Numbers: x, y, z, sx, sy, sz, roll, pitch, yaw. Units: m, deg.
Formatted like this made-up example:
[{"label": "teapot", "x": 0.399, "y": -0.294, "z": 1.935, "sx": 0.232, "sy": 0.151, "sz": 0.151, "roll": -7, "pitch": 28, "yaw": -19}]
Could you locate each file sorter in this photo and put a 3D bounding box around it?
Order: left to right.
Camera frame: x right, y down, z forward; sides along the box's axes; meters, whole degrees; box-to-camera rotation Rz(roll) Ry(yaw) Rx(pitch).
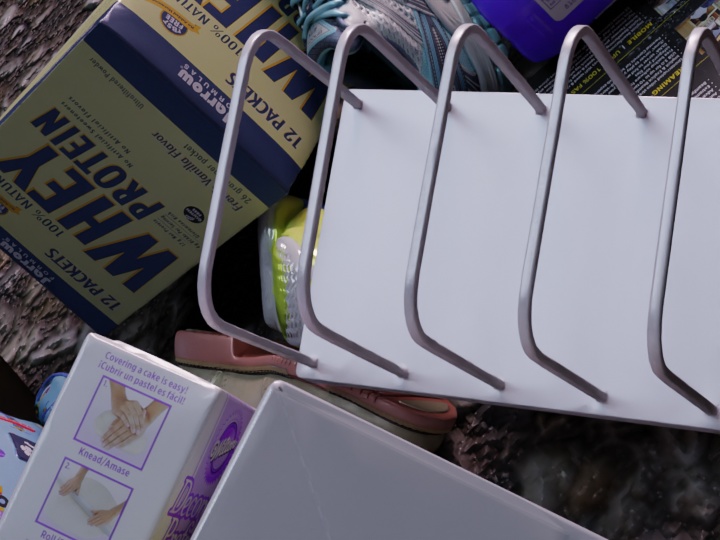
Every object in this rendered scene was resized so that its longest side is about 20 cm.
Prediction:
[{"label": "file sorter", "x": 0.050, "y": -0.022, "z": 0.601, "sx": 0.199, "sy": 0.124, "sz": 0.139, "roll": 5, "pitch": 78, "yaw": 27}]

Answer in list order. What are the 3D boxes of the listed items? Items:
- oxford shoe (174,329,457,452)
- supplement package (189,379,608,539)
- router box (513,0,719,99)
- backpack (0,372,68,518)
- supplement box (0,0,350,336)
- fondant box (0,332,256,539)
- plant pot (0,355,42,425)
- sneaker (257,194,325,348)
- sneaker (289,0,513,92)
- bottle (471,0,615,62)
[{"label": "oxford shoe", "x": -0.028, "y": 0.078, "z": 0.756, "sx": 0.200, "sy": 0.071, "sz": 0.074, "roll": 9, "pitch": 88, "yaw": 51}, {"label": "supplement package", "x": -0.001, "y": 0.156, "z": 0.470, "sx": 0.152, "sy": 0.150, "sz": 0.200, "roll": -63, "pitch": -3, "yaw": -20}, {"label": "router box", "x": 0.138, "y": -0.063, "z": 0.701, "sx": 0.200, "sy": 0.051, "sz": 0.149, "roll": -41, "pitch": 36, "yaw": 11}, {"label": "backpack", "x": -0.161, "y": 0.132, "z": 0.713, "sx": 0.135, "sy": 0.200, "sz": 0.183, "roll": -46, "pitch": 33, "yaw": 3}, {"label": "supplement box", "x": -0.114, "y": -0.104, "z": 0.888, "sx": 0.200, "sy": 0.134, "sz": 0.200, "roll": -34, "pitch": 20, "yaw": 41}, {"label": "fondant box", "x": -0.100, "y": 0.136, "z": 0.569, "sx": 0.058, "sy": 0.144, "sz": 0.201, "roll": 21, "pitch": 82, "yaw": 13}, {"label": "plant pot", "x": -0.283, "y": 0.098, "z": 0.908, "sx": 0.200, "sy": 0.175, "sz": 0.201, "roll": -29, "pitch": 39, "yaw": 26}, {"label": "sneaker", "x": 0.000, "y": 0.000, "z": 0.797, "sx": 0.104, "sy": 0.076, "sz": 0.200, "roll": -4, "pitch": 14, "yaw": -7}, {"label": "sneaker", "x": -0.004, "y": -0.154, "z": 0.817, "sx": 0.086, "sy": 0.200, "sz": 0.078, "roll": -41, "pitch": -3, "yaw": -31}, {"label": "bottle", "x": 0.135, "y": -0.193, "z": 0.716, "sx": 0.200, "sy": 0.065, "sz": 0.084, "roll": -43, "pitch": 34, "yaw": 16}]
